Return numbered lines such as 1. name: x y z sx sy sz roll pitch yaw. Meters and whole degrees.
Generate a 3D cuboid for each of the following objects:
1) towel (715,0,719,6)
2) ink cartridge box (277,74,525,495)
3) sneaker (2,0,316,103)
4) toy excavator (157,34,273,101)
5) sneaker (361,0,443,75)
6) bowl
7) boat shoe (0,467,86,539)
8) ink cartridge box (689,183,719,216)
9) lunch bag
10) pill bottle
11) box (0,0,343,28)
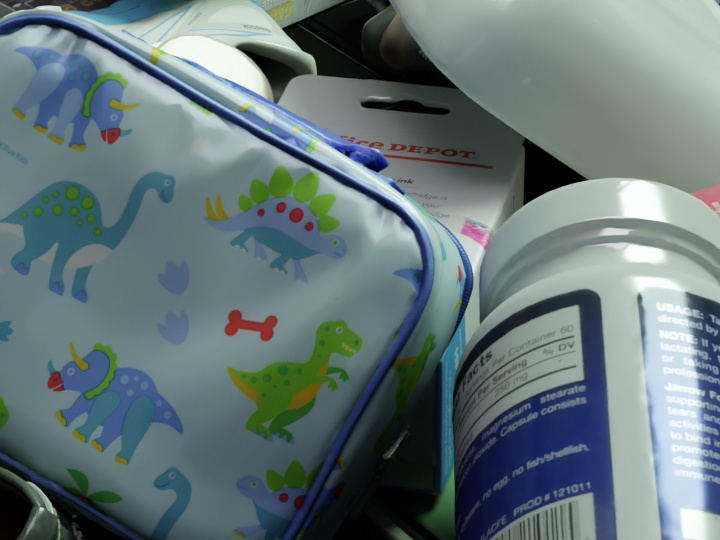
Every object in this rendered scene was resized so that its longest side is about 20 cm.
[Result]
1. towel: 0.196 -0.167 1.264 0.200 0.024 0.147 38 48 23
2. ink cartridge box: 0.000 0.000 1.083 0.115 0.068 0.200 7 34 13
3. sneaker: -0.103 -0.078 1.210 0.200 0.075 0.087 -26 46 -33
4. toy excavator: -0.146 -0.031 1.108 0.200 0.100 0.195 17 53 -12
5. sneaker: 0.038 -0.160 1.332 0.082 0.077 0.200 -2 31 11
6. bowl: 0.094 -0.109 1.147 0.200 0.075 0.200 33 19 -32
7. boat shoe: -0.192 0.085 0.940 0.200 0.068 0.072 8 68 15
8. ink cartridge box: 0.237 0.012 1.003 0.200 0.085 0.146 -18 47 -15
9. lunch bag: -0.071 0.007 0.955 0.200 0.161 0.082 29 2 14
10. pill bottle: 0.088 0.070 0.895 0.116 0.116 0.200 0 45 1
11. box: -0.120 -0.154 1.346 0.158 0.048 0.200 29 43 36
